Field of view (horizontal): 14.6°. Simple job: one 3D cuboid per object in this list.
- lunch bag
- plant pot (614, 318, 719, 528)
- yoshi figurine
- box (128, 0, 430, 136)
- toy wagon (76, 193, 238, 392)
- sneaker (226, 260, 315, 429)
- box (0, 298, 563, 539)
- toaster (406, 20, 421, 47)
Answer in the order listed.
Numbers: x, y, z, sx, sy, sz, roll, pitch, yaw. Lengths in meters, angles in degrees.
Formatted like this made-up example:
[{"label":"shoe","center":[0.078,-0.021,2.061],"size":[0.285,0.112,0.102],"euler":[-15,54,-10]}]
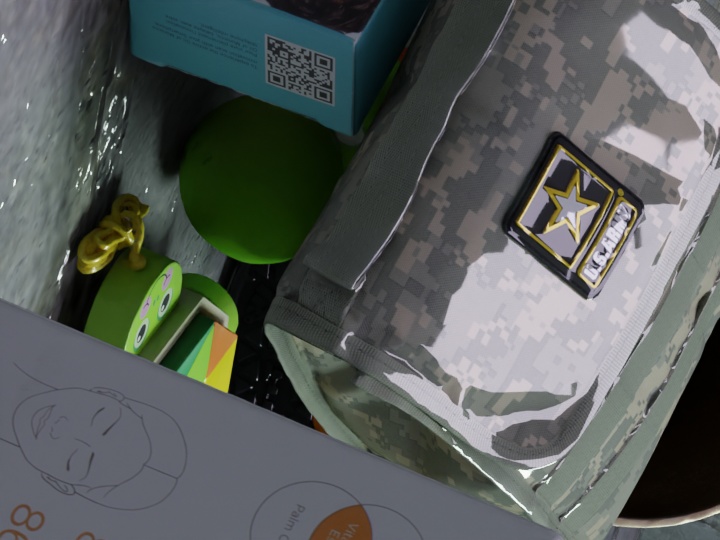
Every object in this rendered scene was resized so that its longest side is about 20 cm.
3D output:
[{"label":"lunch bag","center":[0.053,-0.012,0.925],"size":[0.165,0.117,0.200],"euler":[-61,156,-10]},{"label":"plant pot","center":[0.100,-0.009,1.269],"size":[0.200,0.186,0.188],"euler":[41,-66,64]},{"label":"yoshi figurine","center":[-0.015,0.002,1.046],"size":[0.112,0.112,0.201],"euler":[-51,142,-43]},{"label":"box","center":[0.002,-0.143,0.932],"size":[0.049,0.082,0.201],"euler":[92,22,-56]},{"label":"toy wagon","center":[-0.087,0.065,1.001],"size":[0.155,0.039,0.201],"euler":[-55,163,-49]},{"label":"sneaker","center":[-0.032,0.041,1.178],"size":[0.083,0.071,0.201],"euler":[-72,-172,-80]},{"label":"box","center":[-0.063,0.123,0.815],"size":[0.107,0.199,0.153],"euler":[94,22,-57]},{"label":"toaster","center":[0.053,-0.138,1.100],"size":[0.201,0.113,0.129],"euler":[-65,166,-7]}]
